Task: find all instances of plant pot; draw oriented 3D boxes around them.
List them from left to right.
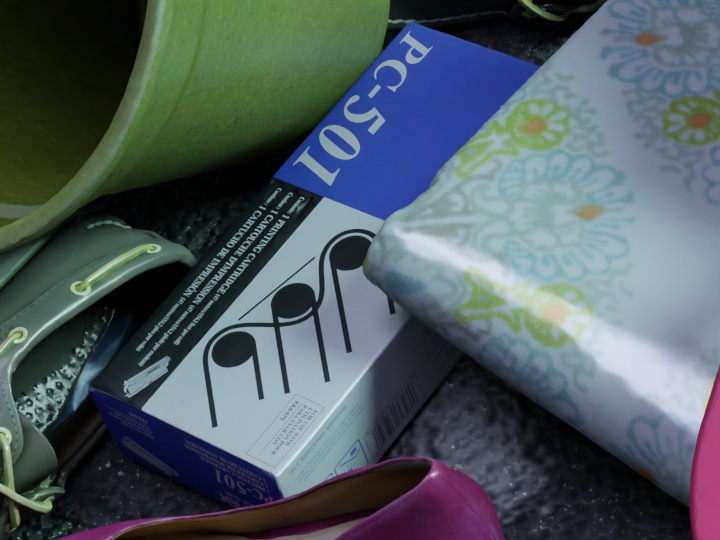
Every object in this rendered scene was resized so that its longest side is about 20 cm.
[{"bbox_3d":[-0.091,-0.107,0.921,0.199,0.184,0.202,2,93,35],"label":"plant pot"}]

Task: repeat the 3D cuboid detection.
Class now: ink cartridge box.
[{"bbox_3d":[0.000,0.000,0.906,0.094,0.044,0.200,22,60,34],"label":"ink cartridge box"}]

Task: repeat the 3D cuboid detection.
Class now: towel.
[{"bbox_3d":[0.127,-0.019,0.847,0.171,0.048,0.200,33,62,26],"label":"towel"}]

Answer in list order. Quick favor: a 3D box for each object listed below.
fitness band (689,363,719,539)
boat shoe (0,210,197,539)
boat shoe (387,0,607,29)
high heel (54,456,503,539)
[{"bbox_3d":[0.179,0.040,0.736,0.143,0.037,0.201,20,91,13],"label":"fitness band"},{"bbox_3d":[-0.131,0.056,0.887,0.060,0.072,0.202,10,49,35],"label":"boat shoe"},{"bbox_3d":[0.084,-0.136,0.978,0.200,0.072,0.061,-19,52,13],"label":"boat shoe"},{"bbox_3d":[-0.047,0.091,0.801,0.199,0.096,0.068,4,50,25],"label":"high heel"}]
